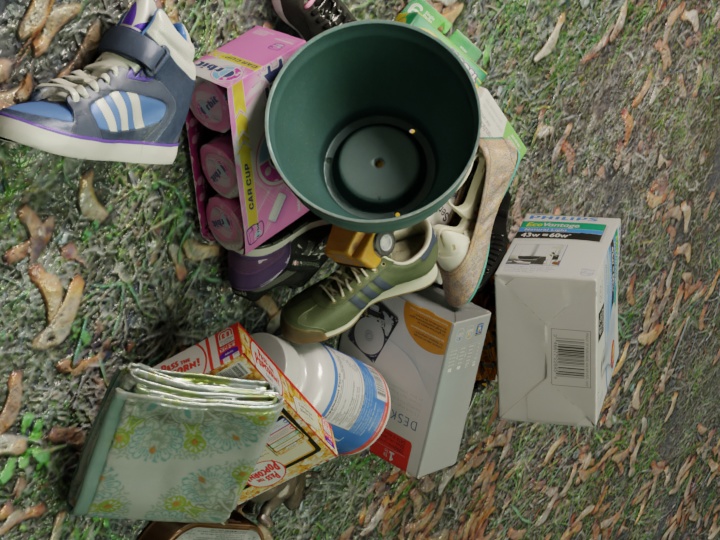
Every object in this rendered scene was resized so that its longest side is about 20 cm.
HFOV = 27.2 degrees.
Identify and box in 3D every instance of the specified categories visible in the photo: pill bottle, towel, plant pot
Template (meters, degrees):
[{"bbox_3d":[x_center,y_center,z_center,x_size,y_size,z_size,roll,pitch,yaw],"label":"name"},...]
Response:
[{"bbox_3d":[-0.061,0.133,1.652,0.200,0.112,0.112,29,87,-52],"label":"pill bottle"},{"bbox_3d":[-0.183,0.178,1.467,0.171,0.048,0.200,10,128,-23],"label":"towel"},{"bbox_3d":[0.015,-0.120,1.428,0.201,0.200,0.134,-56,168,-13],"label":"plant pot"}]

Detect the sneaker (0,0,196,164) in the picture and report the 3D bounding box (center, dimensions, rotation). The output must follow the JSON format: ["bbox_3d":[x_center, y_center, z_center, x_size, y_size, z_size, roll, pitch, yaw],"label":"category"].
[{"bbox_3d":[-0.224,-0.171,1.281,0.200,0.080,0.147,2,101,-51],"label":"sneaker"}]

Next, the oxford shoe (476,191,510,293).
[{"bbox_3d":[0.145,-0.019,1.828,0.200,0.072,0.085,-62,161,-49],"label":"oxford shoe"}]

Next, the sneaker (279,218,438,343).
[{"bbox_3d":[0.000,0.000,1.596,0.200,0.067,0.090,-25,143,-25],"label":"sneaker"}]

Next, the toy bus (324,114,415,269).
[{"bbox_3d":[0.020,-0.103,1.541,0.078,0.065,0.200,39,71,-39],"label":"toy bus"}]

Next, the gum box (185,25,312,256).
[{"bbox_3d":[-0.106,-0.123,1.467,0.113,0.066,0.200,-38,137,-39],"label":"gum box"}]

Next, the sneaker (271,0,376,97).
[{"bbox_3d":[-0.019,-0.244,1.484,0.071,0.099,0.200,-50,142,-18],"label":"sneaker"}]

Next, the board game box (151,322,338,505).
[{"bbox_3d":[-0.136,0.157,1.527,0.151,0.046,0.200,-27,133,10],"label":"board game box"}]

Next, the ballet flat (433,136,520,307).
[{"bbox_3d":[0.116,-0.058,1.677,0.067,0.068,0.201,13,97,-35],"label":"ballet flat"}]

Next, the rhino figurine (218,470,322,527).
[{"bbox_3d":[-0.106,0.246,1.711,0.200,0.060,0.088,17,95,-58],"label":"rhino figurine"}]

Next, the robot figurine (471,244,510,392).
[{"bbox_3d":[0.166,0.060,1.899,0.200,0.058,0.145,-64,143,-50],"label":"robot figurine"}]

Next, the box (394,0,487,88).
[{"bbox_3d":[0.055,-0.189,1.626,0.117,0.048,0.200,36,77,-28],"label":"box"}]

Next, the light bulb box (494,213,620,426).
[{"bbox_3d":[0.244,0.056,1.824,0.200,0.124,0.199,-54,144,-60],"label":"light bulb box"}]

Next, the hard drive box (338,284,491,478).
[{"bbox_3d":[0.053,0.118,1.760,0.077,0.156,0.201,-13,120,-49],"label":"hard drive box"}]

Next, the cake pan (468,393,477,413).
[{"bbox_3d":[0.090,0.151,1.935,0.200,0.037,0.201,-32,135,-40],"label":"cake pan"}]

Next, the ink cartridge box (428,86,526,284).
[{"bbox_3d":[0.089,-0.106,1.730,0.200,0.084,0.146,-58,145,-9],"label":"ink cartridge box"}]

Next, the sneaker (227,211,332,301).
[{"bbox_3d":[-0.062,-0.030,1.594,0.200,0.076,0.088,-22,132,-34],"label":"sneaker"}]

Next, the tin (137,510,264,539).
[{"bbox_3d":[-0.182,0.327,1.681,0.200,0.042,0.112,19,100,-56],"label":"tin"}]
